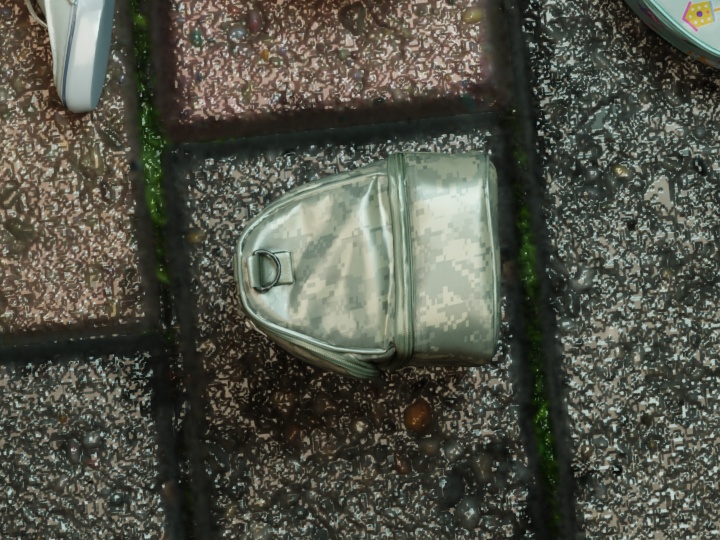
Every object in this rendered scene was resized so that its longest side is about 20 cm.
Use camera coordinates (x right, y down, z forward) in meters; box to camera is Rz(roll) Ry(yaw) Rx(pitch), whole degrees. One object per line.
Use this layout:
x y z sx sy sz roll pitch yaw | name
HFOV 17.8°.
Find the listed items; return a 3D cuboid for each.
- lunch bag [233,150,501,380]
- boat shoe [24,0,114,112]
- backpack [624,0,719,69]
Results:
0.000 0.000 1.473 0.166 0.200 0.141 -1 88 -2 | lunch bag
-0.209 -0.208 1.535 0.085 0.075 0.204 2 89 1 | boat shoe
0.258 -0.231 1.486 0.176 0.153 0.200 40 98 -4 | backpack
